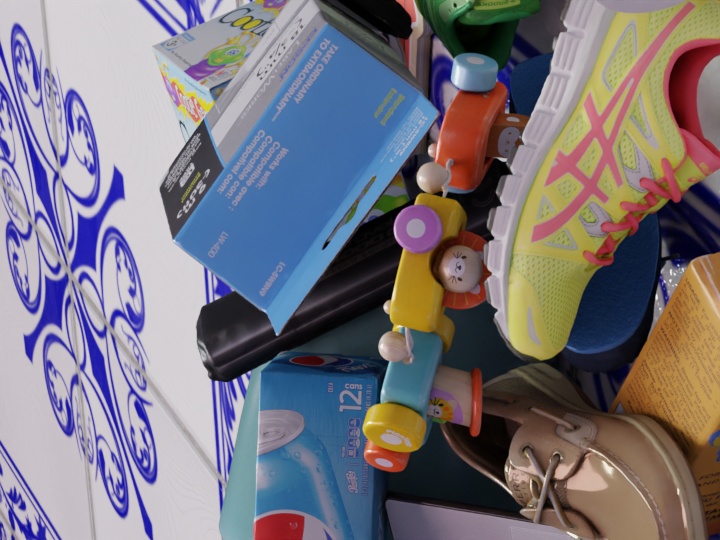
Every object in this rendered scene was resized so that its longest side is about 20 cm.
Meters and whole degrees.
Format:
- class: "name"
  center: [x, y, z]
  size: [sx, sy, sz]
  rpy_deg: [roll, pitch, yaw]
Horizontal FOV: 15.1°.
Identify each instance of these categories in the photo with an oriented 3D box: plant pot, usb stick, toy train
- class: "plant pot"
  center: [0.026, 0.078, 1.536]
  size: [0.201, 0.200, 0.161]
  rpy_deg: [-149, 62, -63]
- class: "usb stick"
  center: [0.000, 0.000, 1.451]
  size: [0.033, 0.200, 0.056]
  rpy_deg: [54, -164, -35]
- class: "toy train"
  center: [0.050, 0.003, 1.341]
  size: [0.150, 0.055, 0.201]
  rpy_deg: [-57, -22, -65]

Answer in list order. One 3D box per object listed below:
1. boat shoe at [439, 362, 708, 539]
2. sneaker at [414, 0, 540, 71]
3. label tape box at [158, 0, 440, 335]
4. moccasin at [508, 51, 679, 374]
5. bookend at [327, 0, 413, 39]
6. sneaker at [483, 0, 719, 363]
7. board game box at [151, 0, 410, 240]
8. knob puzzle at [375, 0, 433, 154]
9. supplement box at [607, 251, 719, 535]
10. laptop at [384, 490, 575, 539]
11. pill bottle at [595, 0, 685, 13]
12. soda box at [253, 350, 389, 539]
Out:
- class: "boat shoe"
  center: [0.103, 0.103, 1.324]
  size: [0.200, 0.064, 0.071]
  rpy_deg: [-149, 48, -63]
- class: "sneaker"
  center: [0.072, -0.175, 1.413]
  size: [0.200, 0.074, 0.084]
  rpy_deg: [92, 158, -59]
- class: "label tape box"
  center: [-0.038, -0.065, 1.439]
  size: [0.144, 0.063, 0.200]
  rpy_deg: [-54, 15, 7]
- class: "moccasin"
  center: [0.120, -0.025, 1.375]
  size: [0.068, 0.080, 0.200]
  rpy_deg: [75, -169, -49]
- class: "bookend"
  center: [-0.011, -0.268, 1.503]
  size: [0.200, 0.199, 0.092]
  rpy_deg: [36, 177, -26]
- class: "sneaker"
  center: [0.121, -0.047, 1.267]
  size: [0.078, 0.090, 0.201]
  rpy_deg: [-1, -70, -71]
- class: "board game box"
  center: [-0.039, -0.058, 1.677]
  size: [0.105, 0.103, 0.200]
  rpy_deg: [38, 150, 59]
- class: "knob puzzle"
  center: [-0.008, -0.194, 1.669]
  size: [0.220, 0.030, 0.220]
  rpy_deg: [166, 90, -70]
- class: "supplement box"
  center: [0.172, 0.062, 1.305]
  size: [0.200, 0.066, 0.069]
  rpy_deg: [107, 144, -55]
- class: "laptop"
  center: [0.088, 0.236, 1.380]
  size: [0.187, 0.116, 0.200]
  rpy_deg: [6, 127, 29]
- class: "pill bottle"
  center: [0.101, -0.219, 1.242]
  size: [0.114, 0.114, 0.200]
  rpy_deg: [100, 148, -48]
- class: "soda box"
  center: [-0.021, 0.146, 1.421]
  size: [0.068, 0.064, 0.201]
  rpy_deg: [-42, -46, -79]
